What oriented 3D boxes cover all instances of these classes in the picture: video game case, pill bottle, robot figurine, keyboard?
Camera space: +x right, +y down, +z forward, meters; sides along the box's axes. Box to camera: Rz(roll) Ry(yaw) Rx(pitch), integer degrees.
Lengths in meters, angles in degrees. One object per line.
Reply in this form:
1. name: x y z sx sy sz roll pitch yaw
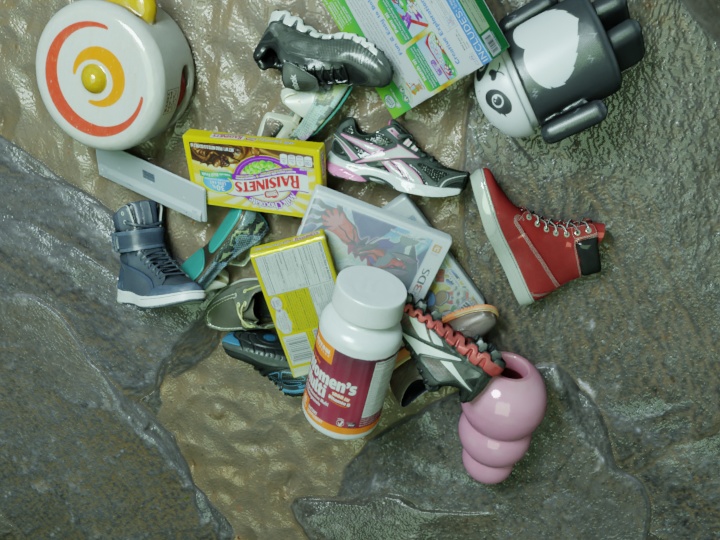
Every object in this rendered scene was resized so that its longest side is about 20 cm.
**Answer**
1. video game case: 0.048 0.018 1.062 0.180 0.023 0.201 -33 112 20
2. video game case: 0.000 0.000 1.021 0.195 0.023 0.185 19 118 -11
3. pill bottle: -0.007 0.104 0.959 0.107 0.110 0.204 16 120 5
4. robot figurine: 0.230 -0.243 0.893 0.196 0.152 0.126 -25 117 18
5. keyboard: -0.297 -0.127 1.069 0.196 0.011 0.057 24 127 17

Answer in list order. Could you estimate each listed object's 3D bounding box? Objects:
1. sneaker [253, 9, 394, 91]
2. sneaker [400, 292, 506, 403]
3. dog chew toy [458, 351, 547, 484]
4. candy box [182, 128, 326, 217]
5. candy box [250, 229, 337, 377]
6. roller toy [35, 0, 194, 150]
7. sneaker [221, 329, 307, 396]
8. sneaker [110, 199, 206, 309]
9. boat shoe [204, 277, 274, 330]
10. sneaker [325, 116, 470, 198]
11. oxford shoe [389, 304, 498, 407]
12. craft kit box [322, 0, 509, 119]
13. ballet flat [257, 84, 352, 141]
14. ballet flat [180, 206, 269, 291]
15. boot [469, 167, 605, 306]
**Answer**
1. sneaker: -0.053 -0.253 0.937 0.197 0.091 0.067 27 159 23
2. sneaker: 0.089 0.101 0.997 0.198 0.071 0.099 33 96 4
3. dog chew toy: 0.193 0.218 1.077 0.121 0.125 0.205 11 120 6
4. candy box: -0.138 -0.127 1.006 0.194 0.027 0.104 8 127 16
5. candy box: -0.070 0.049 1.011 0.099 0.027 0.204 -14 120 3
6. roller toy: -0.318 -0.258 0.987 0.196 0.140 0.186 -21 105 17
7. sneaker: -0.118 0.148 1.133 0.195 0.073 0.084 18 114 5
8. sneaker: -0.286 -0.024 1.059 0.199 0.076 0.151 4 95 45
9. boat shoe: -0.147 0.050 1.109 0.196 0.060 0.074 -15 106 16
10. sneaker: 0.051 -0.150 0.991 0.194 0.080 0.089 12 102 0
11. oxford shoe: 0.121 0.122 1.065 0.070 0.074 0.199 26 125 -37
12. craft kit box: 0.052 -0.303 0.892 0.196 0.048 0.202 -17 110 54
13. ballet flat: -0.090 -0.195 1.001 0.070 0.070 0.200 29 118 -27
14. ballet flat: -0.204 -0.013 1.099 0.074 0.074 0.199 44 115 -7
15. boot: 0.236 -0.066 0.989 0.142 0.073 0.203 -25 111 18
